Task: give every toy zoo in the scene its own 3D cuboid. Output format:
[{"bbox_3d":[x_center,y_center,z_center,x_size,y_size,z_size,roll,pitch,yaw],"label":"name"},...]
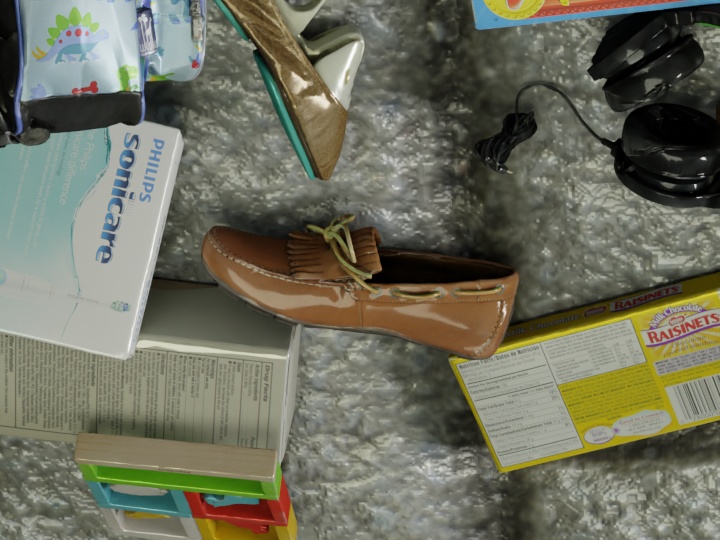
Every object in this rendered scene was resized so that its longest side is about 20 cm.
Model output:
[{"bbox_3d":[-0.112,0.154,1.606,0.131,0.020,0.200,5,158,6],"label":"toy zoo"}]

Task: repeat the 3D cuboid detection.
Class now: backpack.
[{"bbox_3d":[-0.175,-0.188,1.340,0.147,0.183,0.200,-11,110,-28],"label":"backpack"}]

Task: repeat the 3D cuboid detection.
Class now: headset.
[{"bbox_3d":[0.168,-0.090,1.405,0.200,0.094,0.124,-3,114,36],"label":"headset"}]

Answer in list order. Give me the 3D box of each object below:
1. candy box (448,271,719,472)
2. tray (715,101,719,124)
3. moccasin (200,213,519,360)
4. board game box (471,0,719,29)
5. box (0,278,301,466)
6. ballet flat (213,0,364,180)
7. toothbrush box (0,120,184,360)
[{"bbox_3d":[0.168,0.067,1.568,0.200,0.026,0.102,-15,119,16],"label":"candy box"},{"bbox_3d":[0.325,-0.076,1.446,0.200,0.037,0.099,30,122,-13],"label":"tray"},{"bbox_3d":[0.000,0.001,1.515,0.201,0.074,0.078,14,116,0],"label":"moccasin"},{"bbox_3d":[0.147,-0.243,1.339,0.200,0.056,0.196,-6,123,10],"label":"board game box"},{"bbox_3d":[-0.142,0.061,1.564,0.200,0.078,0.095,8,120,1],"label":"box"},{"bbox_3d":[-0.043,-0.146,1.432,0.072,0.068,0.200,-29,114,2],"label":"ballet flat"},{"bbox_3d":[-0.220,-0.037,1.467,0.200,0.085,0.147,12,89,-2],"label":"toothbrush box"}]
